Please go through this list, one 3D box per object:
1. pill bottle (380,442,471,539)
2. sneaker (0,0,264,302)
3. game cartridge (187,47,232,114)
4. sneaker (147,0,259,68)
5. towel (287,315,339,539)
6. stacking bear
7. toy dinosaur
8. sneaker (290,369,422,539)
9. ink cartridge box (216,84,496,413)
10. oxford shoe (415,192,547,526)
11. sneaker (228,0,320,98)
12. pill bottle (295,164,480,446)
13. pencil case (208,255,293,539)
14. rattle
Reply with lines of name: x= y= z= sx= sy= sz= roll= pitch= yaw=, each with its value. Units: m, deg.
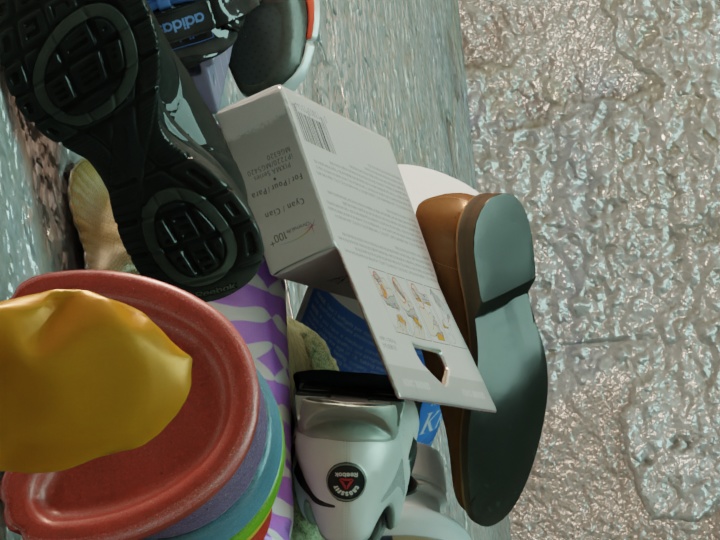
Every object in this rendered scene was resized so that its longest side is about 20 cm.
pill bottle: x=0.016 y=0.207 z=1.556 sx=0.111 sy=0.110 sz=0.201 roll=67 pitch=17 yaw=-63
sneaker: x=-0.111 y=-0.081 z=1.231 sx=0.091 sy=0.075 sz=0.201 roll=-99 pitch=165 yaw=-63
game cartridge: x=-0.107 y=-0.208 z=1.565 sx=0.130 sy=0.038 sz=0.201 roll=-77 pitch=159 yaw=-57
sneaker: x=-0.102 y=-0.162 z=1.387 sx=0.200 sy=0.076 sz=0.112 roll=-18 pitch=94 yaw=-86
towel: x=-0.036 y=0.107 z=1.466 sx=0.148 sy=0.036 sz=0.201 roll=35 pitch=37 yaw=-58
stacking bear: x=-0.087 y=0.088 z=1.195 sx=0.200 sy=0.113 sz=0.122 roll=75 pitch=10 yaw=-70
toy dinosaur: x=-0.118 y=-0.004 z=1.294 sx=0.101 sy=0.058 sz=0.201 roll=59 pitch=23 yaw=-32
sneaker: x=-0.006 y=0.100 z=1.410 sx=0.200 sy=0.073 sz=0.089 roll=-33 pitch=125 yaw=-81
ink cartridge box: x=0.000 y=0.000 z=1.436 sx=0.177 sy=0.044 sz=0.200 roll=70 pitch=14 yaw=12
oxford shoe: x=0.064 y=0.051 z=1.564 sx=0.071 sy=0.071 sz=0.202 roll=-13 pitch=105 yaw=-46
sneaker: x=-0.082 y=-0.207 z=1.689 sx=0.082 sy=0.077 sz=0.202 roll=3 pitch=79 yaw=-55
pill bottle: x=0.014 y=0.041 z=1.650 sx=0.112 sy=0.112 sz=0.201 roll=-81 pitch=-169 yaw=-64
pencil case: x=-0.079 y=0.064 z=1.364 sx=0.085 sy=0.084 sz=0.201 roll=18 pitch=55 yaw=-38
rattle: x=-0.139 y=0.039 z=0.749 sx=0.200 sy=0.142 sz=0.131 roll=78 pitch=26 yaw=-73
